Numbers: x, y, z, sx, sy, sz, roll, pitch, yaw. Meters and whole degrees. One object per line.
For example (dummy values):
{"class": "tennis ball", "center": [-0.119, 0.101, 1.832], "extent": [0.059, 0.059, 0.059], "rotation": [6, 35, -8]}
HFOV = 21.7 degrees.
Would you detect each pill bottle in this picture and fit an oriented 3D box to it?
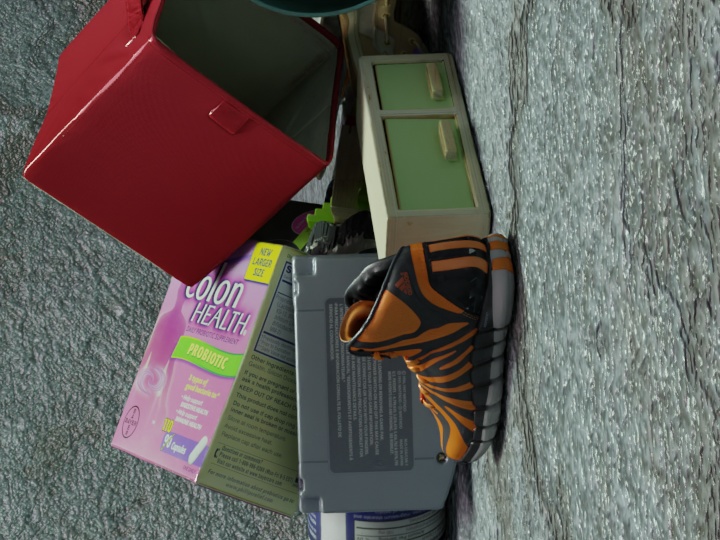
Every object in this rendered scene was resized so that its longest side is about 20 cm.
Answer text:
{"class": "pill bottle", "center": [0.014, 0.195, 1.595], "extent": [0.120, 0.119, 0.201], "rotation": [-106, 15, -68]}

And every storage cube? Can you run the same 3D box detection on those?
{"class": "storage cube", "center": [-0.138, -0.129, 1.513], "extent": [0.180, 0.200, 0.172], "rotation": [-39, 28, 31]}

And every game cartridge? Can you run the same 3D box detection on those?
{"class": "game cartridge", "center": [0.015, 0.087, 1.462], "extent": [0.040, 0.132, 0.202], "rotation": [-74, -17, -85]}

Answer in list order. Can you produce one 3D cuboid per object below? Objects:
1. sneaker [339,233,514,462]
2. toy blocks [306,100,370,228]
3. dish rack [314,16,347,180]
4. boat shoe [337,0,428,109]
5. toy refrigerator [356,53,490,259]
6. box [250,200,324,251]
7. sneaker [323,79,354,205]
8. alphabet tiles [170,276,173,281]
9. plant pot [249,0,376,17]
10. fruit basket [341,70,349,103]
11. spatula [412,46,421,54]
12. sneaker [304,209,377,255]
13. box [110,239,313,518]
{"class": "sneaker", "center": [0.040, 0.053, 1.288], "extent": [0.078, 0.111, 0.201], "rotation": [-99, 8, -50]}
{"class": "toy blocks", "center": [0.012, -0.097, 1.701], "extent": [0.200, 0.099, 0.138], "rotation": [81, -163, -74]}
{"class": "dish rack", "center": [-0.044, -0.191, 1.706], "extent": [0.172, 0.043, 0.201], "rotation": [42, -122, -81]}
{"class": "boat shoe", "center": [0.023, -0.180, 1.584], "extent": [0.074, 0.069, 0.201], "rotation": [80, 179, -46]}
{"class": "toy refrigerator", "center": [0.043, -0.081, 1.391], "extent": [0.201, 0.075, 0.070], "rotation": [-98, 8, -50]}
{"class": "box", "center": [-0.067, 0.052, 1.837], "extent": [0.149, 0.124, 0.201], "rotation": [-51, -43, -39]}
{"class": "sneaker", "center": [0.009, -0.124, 1.824], "extent": [0.087, 0.074, 0.201], "rotation": [-89, 9, -55]}
{"class": "alphabet tiles", "center": [-0.119, -0.077, 1.780], "extent": [0.167, 0.006, 0.200], "rotation": [-52, -9, -44]}
{"class": "plant pot", "center": [-0.028, -0.297, 1.483], "extent": [0.161, 0.199, 0.202], "rotation": [-41, -51, -82]}
{"class": "fruit basket", "center": [-0.045, -0.248, 1.824], "extent": [0.093, 0.199, 0.187], "rotation": [14, 108, 51]}
{"class": "spatula", "center": [0.058, -0.078, 1.518], "extent": [0.057, 0.020, 0.202], "rotation": [-179, 85, -86]}
{"class": "sneaker", "center": [0.000, 0.000, 1.627], "extent": [0.200, 0.079, 0.078], "rotation": [-9, 67, 64]}
{"class": "box", "center": [-0.099, 0.080, 1.550], "extent": [0.176, 0.096, 0.201], "rotation": [11, 79, 60]}
